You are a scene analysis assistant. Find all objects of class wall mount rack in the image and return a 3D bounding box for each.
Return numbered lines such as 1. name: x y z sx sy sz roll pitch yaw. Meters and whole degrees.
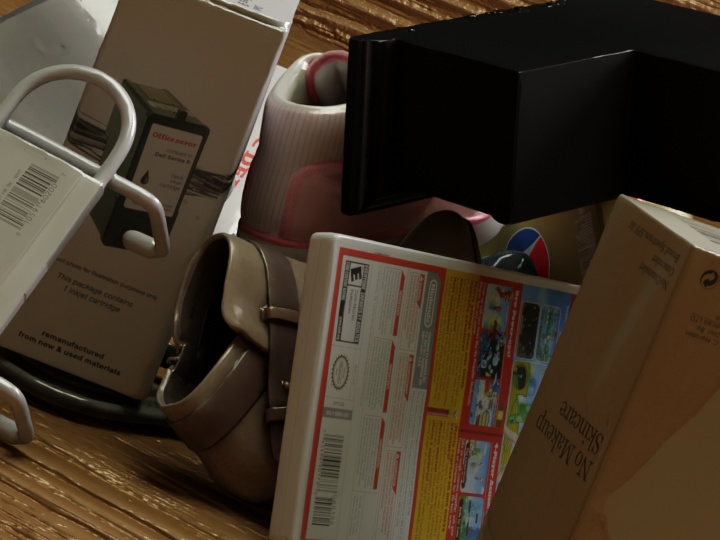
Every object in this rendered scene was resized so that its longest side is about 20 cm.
1. wall mount rack: -0.192 -0.012 1.307 0.173 0.200 0.075 27 -26 15

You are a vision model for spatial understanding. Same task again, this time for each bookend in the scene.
1. bookend: 0.131 -0.064 1.395 0.200 0.092 0.198 19 23 42

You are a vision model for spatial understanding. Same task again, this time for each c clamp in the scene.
1. c clamp: -0.144 0.038 1.458 0.200 0.027 0.171 13 12 -40

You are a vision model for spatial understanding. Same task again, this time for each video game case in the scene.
1. video game case: 0.037 0.066 1.365 0.017 0.143 0.200 5 -4 42

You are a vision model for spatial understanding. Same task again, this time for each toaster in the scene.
1. toaster: -0.156 -0.077 1.592 0.129 0.200 0.114 53 -18 26

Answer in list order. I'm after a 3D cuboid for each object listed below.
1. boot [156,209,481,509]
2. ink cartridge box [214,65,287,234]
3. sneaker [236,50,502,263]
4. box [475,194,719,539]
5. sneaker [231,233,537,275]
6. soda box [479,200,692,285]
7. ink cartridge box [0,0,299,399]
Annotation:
1. boot: -0.020 0.025 1.375 0.070 0.200 0.146 -19 -44 42
2. ink cartridge box: -0.128 -0.070 1.712 0.200 0.084 0.146 22 52 17
3. sneaker: 0.015 -0.063 1.486 0.075 0.105 0.200 17 18 35
4. box: 0.129 0.078 1.313 0.078 0.200 0.095 18 9 -22
5. sneaker: 0.000 0.000 1.560 0.200 0.087 0.078 -9 -11 27
6. soda box: 0.103 0.009 1.586 0.068 0.064 0.200 2 -16 -31
7. ink cartridge box: -0.103 -0.058 1.421 0.084 0.200 0.146 21 14 -4
